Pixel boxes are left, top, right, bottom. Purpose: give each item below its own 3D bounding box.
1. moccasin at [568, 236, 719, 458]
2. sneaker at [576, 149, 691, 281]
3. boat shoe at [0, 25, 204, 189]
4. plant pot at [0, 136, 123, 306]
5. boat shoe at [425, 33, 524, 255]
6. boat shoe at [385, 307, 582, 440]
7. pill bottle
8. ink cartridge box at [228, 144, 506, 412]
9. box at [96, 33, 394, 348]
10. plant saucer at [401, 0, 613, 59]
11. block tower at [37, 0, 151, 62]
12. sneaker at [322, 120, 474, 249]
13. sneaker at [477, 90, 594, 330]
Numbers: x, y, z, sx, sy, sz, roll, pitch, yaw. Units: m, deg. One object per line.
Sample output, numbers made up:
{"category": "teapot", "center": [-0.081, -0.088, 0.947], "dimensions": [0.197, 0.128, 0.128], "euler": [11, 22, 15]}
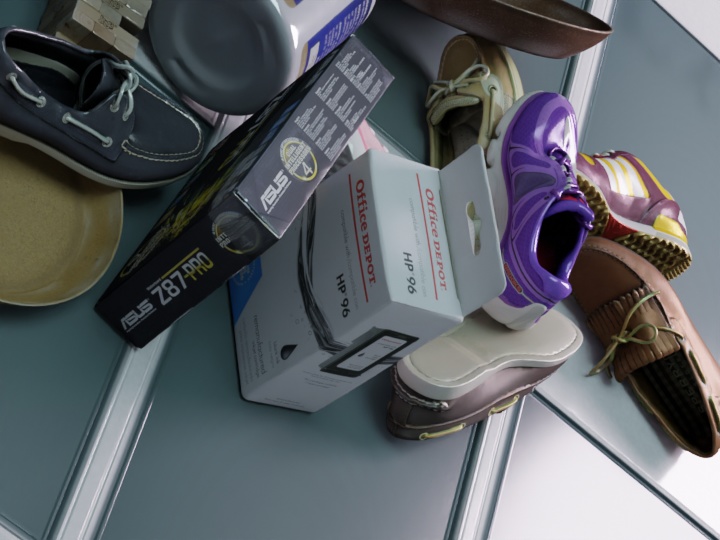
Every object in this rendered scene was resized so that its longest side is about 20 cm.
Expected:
{"category": "moccasin", "center": [0.221, 0.061, 1.918], "dimensions": [0.202, 0.073, 0.078], "euler": [58, 31, -15]}
{"category": "sneaker", "center": [0.183, -0.063, 1.962], "dimensions": [0.199, 0.075, 0.091], "euler": [32, 37, -36]}
{"category": "boat shoe", "center": [-0.172, -0.107, 1.587], "dimensions": [0.199, 0.063, 0.073], "euler": [18, 53, -38]}
{"category": "plant pot", "center": [-0.239, -0.064, 1.561], "dimensions": [0.199, 0.027, 0.201], "euler": [26, 49, -34]}
{"category": "boat shoe", "center": [0.079, -0.101, 1.875], "dimensions": [0.063, 0.073, 0.202], "euler": [24, 57, -39]}
{"category": "boat shoe", "center": [0.089, 0.073, 1.779], "dimensions": [0.072, 0.060, 0.199], "euler": [37, 31, 25]}
{"category": "pill bottle", "center": [-0.055, -0.205, 1.766], "dimensions": [0.120, 0.119, 0.200], "euler": [51, 40, -7]}
{"category": "ink cartridge box", "center": [0.000, 0.000, 1.625], "dimensions": [0.067, 0.200, 0.117], "euler": [15, 55, -39]}
{"category": "box", "center": [-0.075, -0.053, 1.616], "dimensions": [0.049, 0.161, 0.200], "euler": [46, 42, -12]}
{"category": "plant saucer", "center": [0.099, -0.208, 1.922], "dimensions": [0.199, 0.037, 0.201], "euler": [19, 14, -5]}
{"category": "block tower", "center": [-0.173, -0.210, 1.701], "dimensions": [0.058, 0.054, 0.201], "euler": [34, 46, -26]}
{"category": "sneaker", "center": [0.016, -0.049, 1.771], "dimensions": [0.104, 0.075, 0.202], "euler": [-24, 91, -45]}
{"category": "sneaker", "center": [0.143, -0.048, 1.805], "dimensions": [0.080, 0.083, 0.201], "euler": [30, 51, -30]}
